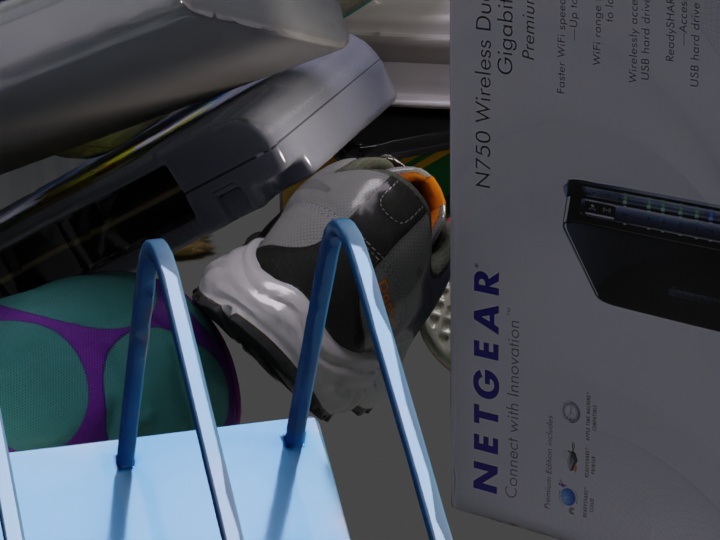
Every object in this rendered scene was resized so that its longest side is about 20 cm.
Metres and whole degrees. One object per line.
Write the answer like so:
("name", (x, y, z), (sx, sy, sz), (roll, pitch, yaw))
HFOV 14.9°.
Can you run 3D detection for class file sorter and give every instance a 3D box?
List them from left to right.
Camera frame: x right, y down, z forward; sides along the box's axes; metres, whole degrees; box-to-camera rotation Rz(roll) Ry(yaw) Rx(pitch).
("file sorter", (-0.085, 0.076, 0.641), (0.200, 0.123, 0.139), (-6, 54, -14))

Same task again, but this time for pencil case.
("pencil case", (-0.123, 0.063, 0.814), (0.092, 0.085, 0.200), (49, 39, 14))

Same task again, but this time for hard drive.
("hard drive", (-0.119, -0.056, 0.902), (0.200, 0.026, 0.132), (-19, -8, 21))

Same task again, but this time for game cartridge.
("game cartridge", (-0.088, -0.021, 0.984), (0.200, 0.041, 0.133), (-26, 5, 25))

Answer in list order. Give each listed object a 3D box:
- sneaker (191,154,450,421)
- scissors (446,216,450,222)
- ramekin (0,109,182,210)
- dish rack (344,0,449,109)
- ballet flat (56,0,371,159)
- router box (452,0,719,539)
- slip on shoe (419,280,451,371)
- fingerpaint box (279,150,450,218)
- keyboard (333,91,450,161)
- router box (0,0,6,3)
("sneaker", (0.000, 0.000, 0.922), (0.074, 0.079, 0.200), (44, 3, -1))
("scissors", (0.100, -0.028, 1.056), (0.200, 0.014, 0.073), (-19, -19, -16))
("ramekin", (-0.128, -0.084, 1.203), (0.200, 0.098, 0.201), (-2, 19, 1))
("dish rack", (0.053, -0.116, 1.085), (0.200, 0.044, 0.172), (2, 30, 4))
("ballet flat", (-0.042, -0.111, 0.998), (0.200, 0.062, 0.067), (-37, 54, -11))
("router box", (0.112, -0.008, 0.804), (0.179, 0.200, 0.049), (12, 22, 36))
("slip on shoe", (0.109, 0.001, 1.017), (0.200, 0.074, 0.061), (-18, -10, -25))
("fingerpaint box", (0.051, -0.062, 1.162), (0.166, 0.074, 0.200), (-1, 21, 2))
("keyboard", (0.058, -0.081, 1.086), (0.200, 0.021, 0.127), (-11, 31, -23))
("router box", (-0.199, -0.107, 1.052), (0.179, 0.049, 0.200), (16, 26, 42))
